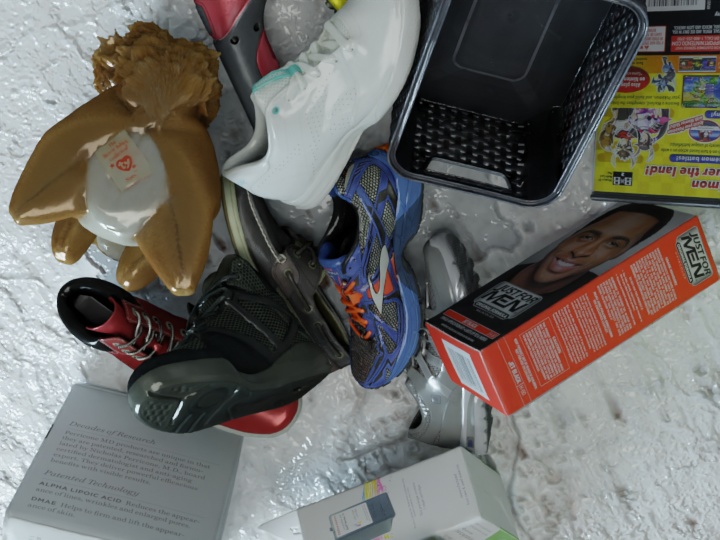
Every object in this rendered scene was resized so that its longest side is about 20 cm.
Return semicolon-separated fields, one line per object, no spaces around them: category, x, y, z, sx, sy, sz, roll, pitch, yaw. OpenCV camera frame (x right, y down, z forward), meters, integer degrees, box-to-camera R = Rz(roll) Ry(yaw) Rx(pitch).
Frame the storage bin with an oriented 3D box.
storage bin;0.105;-0.153;0.882;0.134;0.094;0.201;13;139;-7

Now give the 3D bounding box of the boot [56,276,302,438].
boot;-0.144;0.070;0.995;0.199;0.144;0.073;26;82;10

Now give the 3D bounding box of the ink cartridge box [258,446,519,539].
ink cartridge box;0.024;0.229;1.089;0.199;0.068;0.117;-23;152;15

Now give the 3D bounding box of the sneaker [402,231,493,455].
sneaker;0.063;0.066;1.039;0.081;0.075;0.202;-2;112;11

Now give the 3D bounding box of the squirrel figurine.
squirrel figurine;-0.160;-0.085;0.950;0.140;0.187;0.202;16;87;-2

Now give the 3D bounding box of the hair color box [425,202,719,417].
hair color box;0.160;0.023;0.953;0.199;0.101;0.062;-30;110;-14

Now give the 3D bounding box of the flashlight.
flashlight;-0.072;-0.159;0.957;0.067;0.068;0.201;-11;119;31

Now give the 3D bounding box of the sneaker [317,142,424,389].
sneaker;0.000;0.000;1.000;0.078;0.075;0.202;-11;108;-31

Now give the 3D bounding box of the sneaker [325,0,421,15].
sneaker;-0.023;-0.259;0.907;0.085;0.078;0.200;-38;115;12

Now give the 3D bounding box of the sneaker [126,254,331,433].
sneaker;-0.113;0.052;0.926;0.076;0.199;0.115;-44;71;30

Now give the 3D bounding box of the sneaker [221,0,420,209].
sneaker;-0.032;-0.130;0.880;0.088;0.075;0.201;11;123;-32

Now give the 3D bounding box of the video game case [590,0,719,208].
video game case;0.258;-0.134;0.873;0.199;0.025;0.183;6;96;37

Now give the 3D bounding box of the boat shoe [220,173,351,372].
boat shoe;-0.056;0.002;1.026;0.065;0.072;0.202;-17;117;6

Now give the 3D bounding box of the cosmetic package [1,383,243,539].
cosmetic package;-0.203;0.230;1.066;0.164;0.200;0.166;14;115;-3
